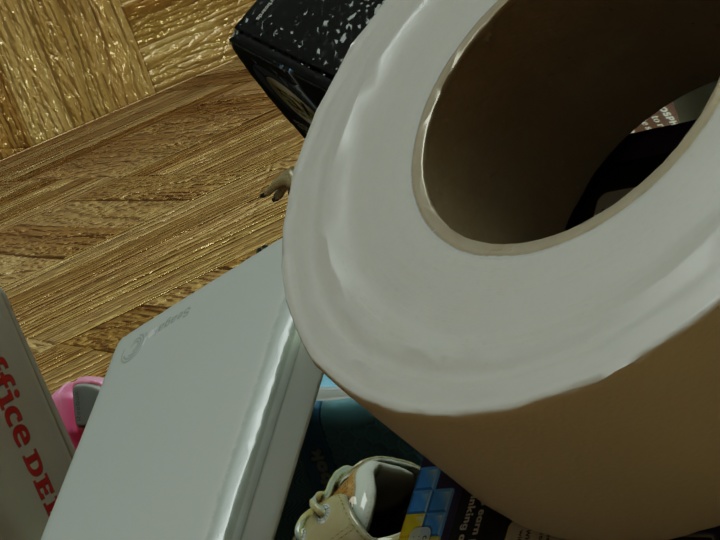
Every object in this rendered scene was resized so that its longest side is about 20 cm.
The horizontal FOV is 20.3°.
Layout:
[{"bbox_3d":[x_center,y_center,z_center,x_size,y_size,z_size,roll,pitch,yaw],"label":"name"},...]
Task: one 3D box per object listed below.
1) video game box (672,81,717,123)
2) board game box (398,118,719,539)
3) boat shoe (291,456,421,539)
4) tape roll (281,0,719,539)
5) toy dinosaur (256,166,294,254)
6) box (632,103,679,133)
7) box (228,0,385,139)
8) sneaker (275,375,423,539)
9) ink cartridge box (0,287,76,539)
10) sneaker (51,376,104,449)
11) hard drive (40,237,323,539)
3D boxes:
[{"bbox_3d":[0.199,-0.017,0.602,0.200,0.183,0.047,-9,21,46],"label":"video game box"},{"bbox_3d":[0.096,0.049,0.555,0.165,0.057,0.201,-8,52,41],"label":"board game box"},{"bbox_3d":[0.010,0.097,0.685,0.199,0.069,0.075,-17,13,18],"label":"boat shoe"},{"bbox_3d":[0.075,-0.032,0.542,0.202,0.071,0.203,-29,41,28],"label":"tape roll"},{"bbox_3d":[0.000,0.000,0.915,0.058,0.101,0.200,-16,-28,-27],"label":"toy dinosaur"},{"bbox_3d":[0.136,-0.013,0.743,0.199,0.100,0.075,-9,43,-16],"label":"box"},{"bbox_3d":[0.069,-0.127,0.897,0.164,0.086,0.200,31,77,42],"label":"box"},{"bbox_3d":[0.010,0.058,0.843,0.199,0.080,0.131,-4,20,25],"label":"sneaker"},{"bbox_3d":[-0.216,0.109,0.827,0.084,0.146,0.200,-12,14,43],"label":"ink cartridge box"},{"bbox_3d":[-0.149,0.096,0.993,0.199,0.079,0.095,-10,-6,39],"label":"sneaker"},{"bbox_3d":[-0.071,0.083,0.722,0.132,0.026,0.200,-30,31,39],"label":"hard drive"}]
